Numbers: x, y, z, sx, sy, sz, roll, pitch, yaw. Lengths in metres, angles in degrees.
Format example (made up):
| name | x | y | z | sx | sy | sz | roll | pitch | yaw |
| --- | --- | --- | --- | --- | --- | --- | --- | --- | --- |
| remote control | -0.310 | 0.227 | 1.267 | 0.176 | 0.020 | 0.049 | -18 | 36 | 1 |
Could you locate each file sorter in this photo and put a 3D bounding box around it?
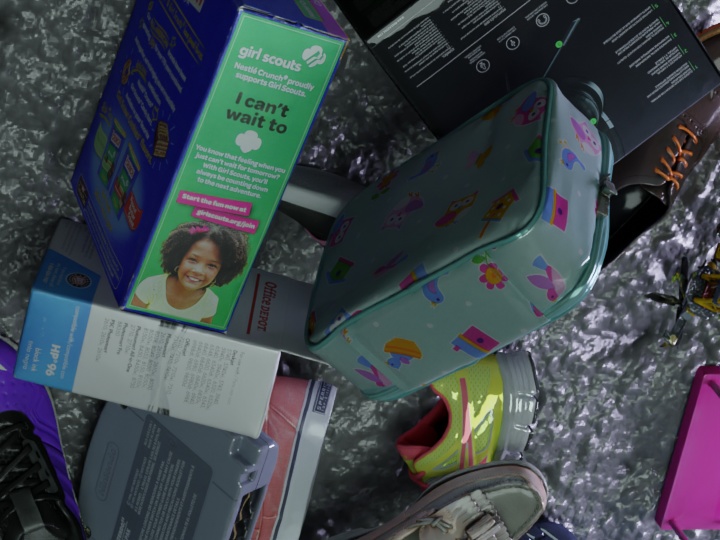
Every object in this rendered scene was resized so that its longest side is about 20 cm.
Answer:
| name | x | y | z | sx | sy | sz | roll | pitch | yaw |
| --- | --- | --- | --- | --- | --- | --- | --- | --- | --- |
| file sorter | 0.348 | 0.164 | 1.590 | 0.199 | 0.126 | 0.140 | 2 | 117 | -18 |

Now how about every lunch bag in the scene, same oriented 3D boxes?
| name | x | y | z | sx | sy | sz | roll | pitch | yaw |
| --- | --- | --- | --- | --- | --- | --- | --- | --- | --- |
| lunch bag | 0.064 | -0.020 | 1.280 | 0.200 | 0.161 | 0.077 | -30 | 119 | 32 |

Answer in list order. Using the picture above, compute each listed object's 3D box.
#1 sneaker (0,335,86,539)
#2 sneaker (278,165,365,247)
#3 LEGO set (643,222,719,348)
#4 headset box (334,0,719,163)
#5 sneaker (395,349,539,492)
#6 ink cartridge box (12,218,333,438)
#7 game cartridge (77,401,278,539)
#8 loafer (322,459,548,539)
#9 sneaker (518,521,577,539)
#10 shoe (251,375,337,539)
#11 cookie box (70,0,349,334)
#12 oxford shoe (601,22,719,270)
| name | x | y | z | sx | sy | sz | roll | pitch | yaw |
| --- | --- | --- | --- | --- | --- | --- | --- | --- | --- |
| sneaker | -0.223 | 0.137 | 1.407 | 0.069 | 0.100 | 0.201 | -20 | 110 | -5 |
| sneaker | 0.000 | 0.000 | 1.425 | 0.199 | 0.071 | 0.099 | 22 | 105 | -30 |
| LEGO set | 0.302 | 0.000 | 1.517 | 0.199 | 0.116 | 0.155 | 17 | 83 | -28 |
| headset box | 0.111 | -0.146 | 1.364 | 0.174 | 0.093 | 0.200 | -38 | 122 | 6 |
| sneaker | 0.065 | 0.143 | 1.531 | 0.090 | 0.078 | 0.201 | 6 | 111 | -11 |
| ink cartridge box | -0.110 | 0.041 | 1.358 | 0.199 | 0.116 | 0.068 | 14 | 114 | -4 |
| game cartridge | -0.131 | 0.156 | 1.438 | 0.040 | 0.133 | 0.201 | -25 | 143 | -48 |
| loafer | 0.041 | 0.199 | 1.483 | 0.199 | 0.063 | 0.072 | -26 | 110 | 14 |
| sneaker | 0.089 | 0.270 | 1.610 | 0.074 | 0.082 | 0.200 | 40 | 84 | -3 |
| shoe | -0.079 | 0.148 | 1.492 | 0.091 | 0.072 | 0.201 | 15 | 128 | 1 |
| cookie box | -0.097 | -0.094 | 1.286 | 0.075 | 0.171 | 0.201 | 12 | 114 | -25 |
| oxford shoe | 0.209 | -0.079 | 1.443 | 0.071 | 0.073 | 0.200 | 30 | 106 | -28 |
